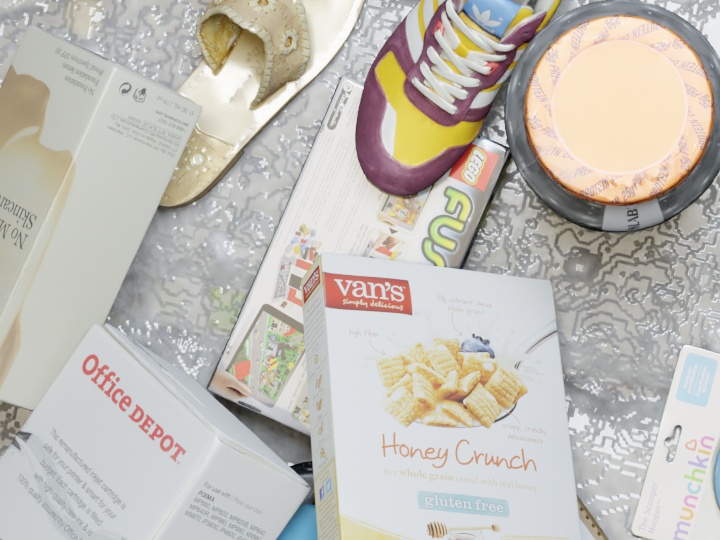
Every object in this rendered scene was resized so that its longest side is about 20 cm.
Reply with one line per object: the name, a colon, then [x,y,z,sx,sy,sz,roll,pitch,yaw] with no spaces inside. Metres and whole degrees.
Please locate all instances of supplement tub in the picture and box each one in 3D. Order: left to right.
supplement tub: [0.140,-0.082,1.373,0.122,0.200,0.123,0,91,6]

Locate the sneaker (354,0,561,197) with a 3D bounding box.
sneaker: [0.058,-0.130,1.396,0.075,0.090,0.200,29,96,-2]

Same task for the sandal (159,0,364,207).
sandal: [-0.064,-0.127,1.458,0.078,0.070,0.212,35,93,4]

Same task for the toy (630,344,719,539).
toy: [0.266,0.124,1.438,0.199,0.047,0.115,16,90,5]

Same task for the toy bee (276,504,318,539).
toy bee: [0.002,0.161,1.393,0.109,0.131,0.201,24,114,31]

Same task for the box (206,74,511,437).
box: [0.000,0.000,1.470,0.110,0.035,0.200,24,92,5]

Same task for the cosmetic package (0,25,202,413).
cosmetic package: [-0.181,-0.028,1.446,0.105,0.071,0.200,26,92,49]

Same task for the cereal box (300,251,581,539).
cereal box: [0.044,0.091,1.368,0.143,0.040,0.201,7,59,-21]

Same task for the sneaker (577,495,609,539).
sneaker: [0.090,0.175,1.444,0.108,0.070,0.200,-35,90,3]

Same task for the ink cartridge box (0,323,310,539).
ink cartridge box: [-0.142,0.152,1.396,0.200,0.084,0.144,-56,44,4]

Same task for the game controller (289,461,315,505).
game controller: [-0.087,0.186,1.483,0.199,0.042,0.105,-19,103,6]
